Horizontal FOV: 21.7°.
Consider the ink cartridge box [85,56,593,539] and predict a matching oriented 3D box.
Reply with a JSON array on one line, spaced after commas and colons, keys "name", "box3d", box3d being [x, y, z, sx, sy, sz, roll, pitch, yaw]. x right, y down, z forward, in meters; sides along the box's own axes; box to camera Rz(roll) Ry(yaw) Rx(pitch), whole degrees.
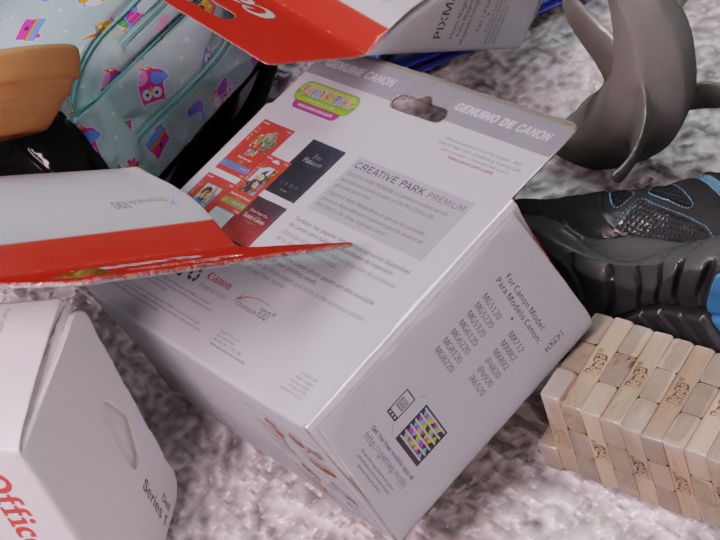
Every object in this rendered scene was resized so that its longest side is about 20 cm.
[{"name": "ink cartridge box", "box3d": [0.000, 0.000, 0.856, 0.176, 0.084, 0.200, -46, 37, -13]}]

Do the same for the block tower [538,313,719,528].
[{"name": "block tower", "box3d": [0.167, 0.077, 0.781, 0.199, 0.058, 0.054, 17, 55, 34]}]

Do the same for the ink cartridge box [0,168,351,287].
[{"name": "ink cartridge box", "box3d": [-0.130, -0.019, 0.785, 0.199, 0.058, 0.162, -9, 1, 39]}]

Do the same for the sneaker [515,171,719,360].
[{"name": "sneaker", "box3d": [0.133, -0.005, 0.854, 0.199, 0.074, 0.082, 10, 43, 44]}]

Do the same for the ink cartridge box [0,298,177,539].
[{"name": "ink cartridge box", "box3d": [-0.201, 0.093, 0.841, 0.198, 0.147, 0.085, -4, 48, 18]}]

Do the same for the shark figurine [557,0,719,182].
[{"name": "shark figurine", "box3d": [0.115, -0.091, 0.853, 0.127, 0.215, 0.090, 11, 63, 27]}]

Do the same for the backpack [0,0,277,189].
[{"name": "backpack", "box3d": [-0.136, -0.111, 1.024, 0.166, 0.127, 0.200, 19, 56, 36]}]

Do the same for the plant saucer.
[{"name": "plant saucer", "box3d": [-0.223, -0.066, 0.858, 0.198, 0.038, 0.200, -13, 4, 1]}]

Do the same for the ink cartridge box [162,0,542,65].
[{"name": "ink cartridge box", "box3d": [-0.026, -0.158, 0.934, 0.162, 0.057, 0.199, 33, 23, 31]}]

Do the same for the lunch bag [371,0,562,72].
[{"name": "lunch bag", "box3d": [0.044, -0.194, 1.073, 0.199, 0.094, 0.151, -32, 47, 3]}]
